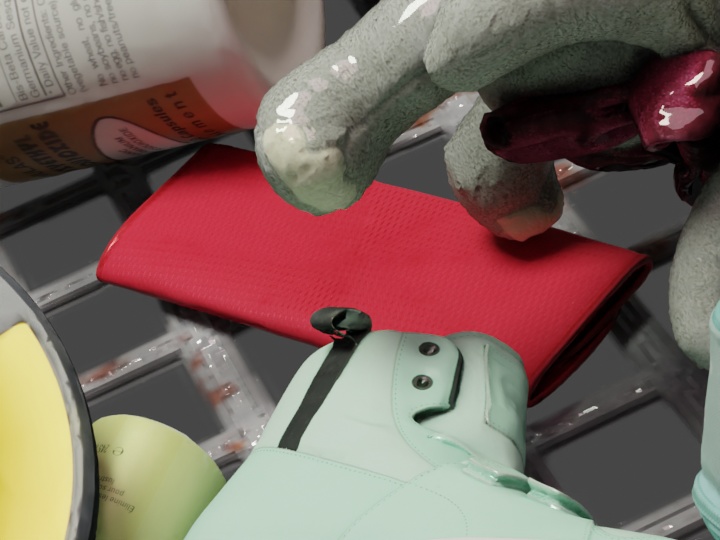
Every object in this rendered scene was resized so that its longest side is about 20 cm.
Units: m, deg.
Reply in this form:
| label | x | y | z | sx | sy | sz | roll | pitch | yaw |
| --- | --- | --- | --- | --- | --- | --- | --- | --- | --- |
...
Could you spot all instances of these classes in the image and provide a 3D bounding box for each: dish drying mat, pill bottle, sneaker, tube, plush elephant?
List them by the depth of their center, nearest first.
| label | x | y | z | sx | sy | sz | roll | pitch | yaw |
| --- | --- | --- | --- | --- | --- | --- | --- | --- | --- |
| sneaker | 0.045 | 0.061 | 0.735 | 0.199 | 0.074 | 0.119 | 2 | 48 | 31 |
| tube | -0.101 | 0.129 | 0.743 | 0.052 | 0.058 | 0.200 | 27 | 53 | 4 |
| plush elephant | 0.103 | -0.049 | 0.763 | 0.200 | 0.165 | 0.155 | -49 | 66 | 11 |
| dish drying mat | 0.000 | 0.000 | 0.890 | 0.199 | 0.018 | 0.077 | 16 | 48 | 38 |
| pill bottle | -0.123 | -0.093 | 0.980 | 0.199 | 0.115 | 0.115 | -11 | 36 | 22 |

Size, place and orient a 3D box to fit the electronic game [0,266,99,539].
| label | x | y | z | sx | sy | sz | roll | pitch | yaw |
| --- | --- | --- | --- | --- | --- | --- | --- | --- | --- |
| electronic game | -0.174 | 0.065 | 0.736 | 0.199 | 0.042 | 0.201 | 0 | 61 | 0 |

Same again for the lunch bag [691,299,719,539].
| label | x | y | z | sx | sy | sz | roll | pitch | yaw |
| --- | --- | --- | --- | --- | --- | --- | --- | --- | --- |
| lunch bag | 0.198 | 0.053 | 0.650 | 0.160 | 0.077 | 0.200 | -15 | 31 | -40 |
